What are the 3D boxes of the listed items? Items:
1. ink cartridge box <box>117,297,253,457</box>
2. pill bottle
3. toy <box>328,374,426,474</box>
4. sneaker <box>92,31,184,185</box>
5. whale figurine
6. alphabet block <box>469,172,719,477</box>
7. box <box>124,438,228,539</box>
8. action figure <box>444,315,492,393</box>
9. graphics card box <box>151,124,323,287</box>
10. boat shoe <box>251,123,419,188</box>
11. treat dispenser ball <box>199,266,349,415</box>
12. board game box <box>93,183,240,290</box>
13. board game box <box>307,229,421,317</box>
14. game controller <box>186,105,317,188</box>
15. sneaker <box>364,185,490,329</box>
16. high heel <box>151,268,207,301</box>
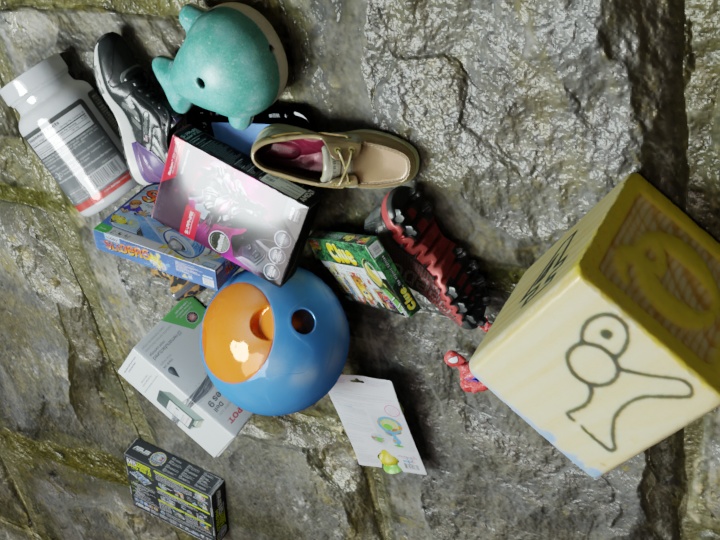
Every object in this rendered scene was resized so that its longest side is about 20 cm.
[{"bbox_3d":[-0.239,0.158,1.493,0.200,0.146,0.084,41,136,-2],"label":"ink cartridge box"},{"bbox_3d":[-0.388,-0.184,1.338,0.115,0.116,0.201,-18,112,42],"label":"pill bottle"},{"bbox_3d":[0.027,0.211,1.423,0.114,0.047,0.201,3,129,29],"label":"toy"},{"bbox_3d":[-0.269,-0.213,1.267,0.087,0.076,0.202,-6,115,24],"label":"sneaker"},{"bbox_3d":[-0.181,-0.232,1.161,0.199,0.104,0.160,-6,117,40],"label":"whale figurine"},{"bbox_3d":[0.265,0.059,1.025,0.195,0.197,0.200,40,137,-2],"label":"alphabet block"},{"bbox_3d":[-0.345,0.418,1.852,0.198,0.044,0.161,20,133,20],"label":"box"},{"bbox_3d":[0.197,0.133,1.228,0.198,0.065,0.099,22,143,17],"label":"action figure"},{"bbox_3d":[-0.157,-0.080,1.228,0.199,0.051,0.126,28,120,8],"label":"graphics card box"},{"bbox_3d":[-0.032,-0.125,1.146,0.198,0.066,0.075,5,114,11],"label":"boat shoe"},{"bbox_3d":[-0.113,0.091,1.310,0.199,0.201,0.202,19,133,21],"label":"treat dispenser ball"},{"bbox_3d":[-0.238,-0.051,1.328,0.198,0.136,0.035,17,132,21],"label":"board game box"},{"bbox_3d":[0.000,0.000,1.219,0.105,0.023,0.200,59,163,-15],"label":"board game box"},{"bbox_3d":[-0.134,-0.158,1.237,0.198,0.042,0.105,7,128,30],"label":"game controller"},{"bbox_3d":[0.076,-0.007,1.194,0.098,0.071,0.201,-23,110,48],"label":"sneaker"},{"bbox_3d":[-0.268,0.007,1.389,0.199,0.143,0.072,-18,115,42],"label":"high heel"}]
